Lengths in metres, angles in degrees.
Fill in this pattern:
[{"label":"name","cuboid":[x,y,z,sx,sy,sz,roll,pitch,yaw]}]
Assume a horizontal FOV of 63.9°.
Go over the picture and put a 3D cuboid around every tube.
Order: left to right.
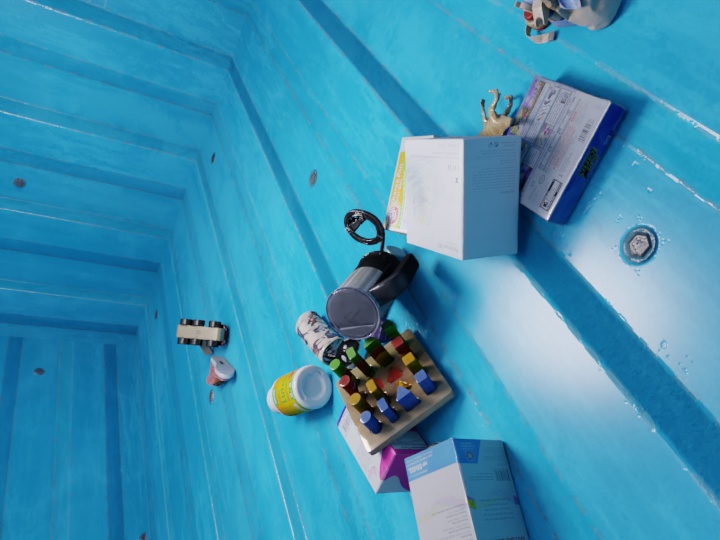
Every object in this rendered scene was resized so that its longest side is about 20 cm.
[{"label":"tube","cuboid":[0.049,0.042,1.328,0.077,0.050,0.201,49,127,50]}]

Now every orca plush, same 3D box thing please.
[{"label":"orca plush","cuboid":[-0.045,0.192,1.322,0.200,0.071,0.106,98,-170,-81]}]

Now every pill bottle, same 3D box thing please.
[{"label":"pill bottle","cuboid":[-0.170,0.325,1.530,0.200,0.110,0.112,-32,55,50]}]

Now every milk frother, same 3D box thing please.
[{"label":"milk frother","cuboid":[0.000,0.000,1.188,0.181,0.200,0.188,-51,-1,32]}]

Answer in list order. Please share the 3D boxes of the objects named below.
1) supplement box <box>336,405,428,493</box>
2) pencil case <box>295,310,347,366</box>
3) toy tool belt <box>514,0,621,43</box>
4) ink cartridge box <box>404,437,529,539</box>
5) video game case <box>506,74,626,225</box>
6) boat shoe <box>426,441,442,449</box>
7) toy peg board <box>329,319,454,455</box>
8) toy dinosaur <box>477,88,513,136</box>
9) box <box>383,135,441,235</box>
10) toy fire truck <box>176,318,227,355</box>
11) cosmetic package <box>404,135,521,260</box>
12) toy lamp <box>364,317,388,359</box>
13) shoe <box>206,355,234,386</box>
[{"label":"supplement box","cuboid":[0.046,0.347,1.189,0.200,0.103,0.102,50,122,53]},{"label":"pencil case","cuboid":[-0.100,0.172,1.496,0.200,0.089,0.078,35,139,56]},{"label":"toy tool belt","cuboid":[0.323,-0.460,0.956,0.200,0.122,0.126,15,94,58]},{"label":"ink cartridge box","cuboid":[0.173,0.391,0.939,0.125,0.128,0.201,-38,49,40]},{"label":"video game case","cuboid":[0.316,-0.205,0.966,0.181,0.045,0.201,51,124,51]},{"label":"boat shoe","cuboid":[0.139,0.418,1.053,0.072,0.066,0.202,-27,60,52]},{"label":"toy peg board","cuboid":[0.044,0.213,1.138,0.200,0.098,0.199,-37,38,2]},{"label":"toy dinosaur","cuboid":[0.256,-0.278,1.071,0.200,0.058,0.102,179,96,-78]},{"label":"box","cuboid":[0.134,-0.166,1.193,0.112,0.101,0.201,16,95,58]},{"label":"toy fire truck","cuboid":[-0.586,0.260,2.208,0.200,0.175,0.130,47,-134,-77]},{"label":"cosmetic package","cuboid":[0.176,-0.136,1.036,0.199,0.122,0.202,-155,59,-64]},{"label":"toy lamp","cuboid":[0.019,0.200,1.319,0.058,0.058,0.201,40,118,54]},{"label":"shoe","cuboid":[-0.510,0.384,2.101,0.200,0.071,0.092,23,102,63]}]
